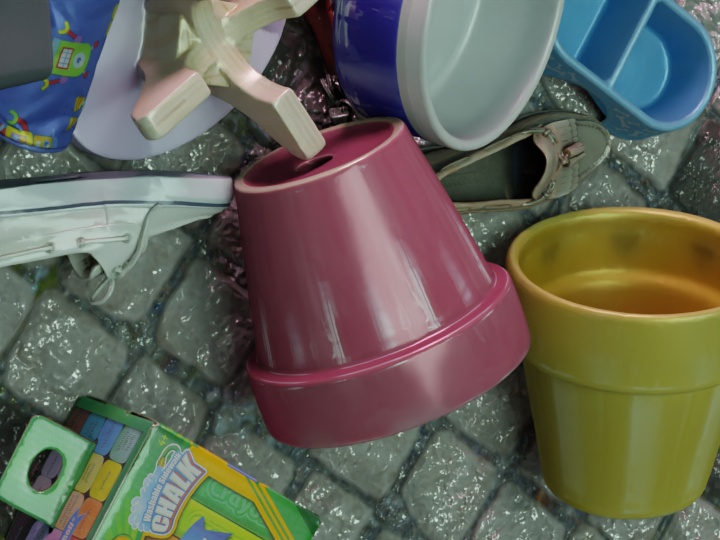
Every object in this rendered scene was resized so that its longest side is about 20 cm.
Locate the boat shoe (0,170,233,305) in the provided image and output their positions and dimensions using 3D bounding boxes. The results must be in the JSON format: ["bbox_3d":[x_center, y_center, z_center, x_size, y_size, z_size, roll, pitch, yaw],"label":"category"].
[{"bbox_3d":[-0.179,-0.021,1.632,0.200,0.074,0.087,-6,100,-28],"label":"boat shoe"}]

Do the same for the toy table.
[{"bbox_3d":[-0.105,-0.153,1.635,0.184,0.117,0.201,44,73,-28],"label":"toy table"}]

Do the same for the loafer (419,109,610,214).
[{"bbox_3d":[0.114,-0.074,1.809,0.199,0.063,0.073,-15,105,-29],"label":"loafer"}]

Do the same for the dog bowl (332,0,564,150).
[{"bbox_3d":[0.066,-0.192,1.706,0.200,0.078,0.202,-37,136,-46],"label":"dog bowl"}]

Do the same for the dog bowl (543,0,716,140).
[{"bbox_3d":[0.198,-0.178,1.854,0.199,0.049,0.112,34,79,-31],"label":"dog bowl"}]

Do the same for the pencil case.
[{"bbox_3d":[-0.199,-0.176,1.556,0.086,0.078,0.201,-5,125,-46],"label":"pencil case"}]

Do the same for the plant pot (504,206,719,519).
[{"bbox_3d":[0.206,0.076,1.820,0.199,0.200,0.190,-13,118,-29],"label":"plant pot"}]

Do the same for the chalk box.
[{"bbox_3d":[-0.153,0.170,1.645,0.199,0.124,0.126,32,80,-31],"label":"chalk box"}]

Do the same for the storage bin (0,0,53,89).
[{"bbox_3d":[-0.286,-0.146,1.489,0.134,0.199,0.147,-11,103,-39],"label":"storage bin"}]

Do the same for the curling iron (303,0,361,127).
[{"bbox_3d":[-0.030,-0.190,1.717,0.025,0.050,0.202,-14,106,-1],"label":"curling iron"}]

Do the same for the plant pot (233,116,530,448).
[{"bbox_3d":[0.000,0.000,1.672,0.199,0.200,0.180,-27,108,-25],"label":"plant pot"}]
